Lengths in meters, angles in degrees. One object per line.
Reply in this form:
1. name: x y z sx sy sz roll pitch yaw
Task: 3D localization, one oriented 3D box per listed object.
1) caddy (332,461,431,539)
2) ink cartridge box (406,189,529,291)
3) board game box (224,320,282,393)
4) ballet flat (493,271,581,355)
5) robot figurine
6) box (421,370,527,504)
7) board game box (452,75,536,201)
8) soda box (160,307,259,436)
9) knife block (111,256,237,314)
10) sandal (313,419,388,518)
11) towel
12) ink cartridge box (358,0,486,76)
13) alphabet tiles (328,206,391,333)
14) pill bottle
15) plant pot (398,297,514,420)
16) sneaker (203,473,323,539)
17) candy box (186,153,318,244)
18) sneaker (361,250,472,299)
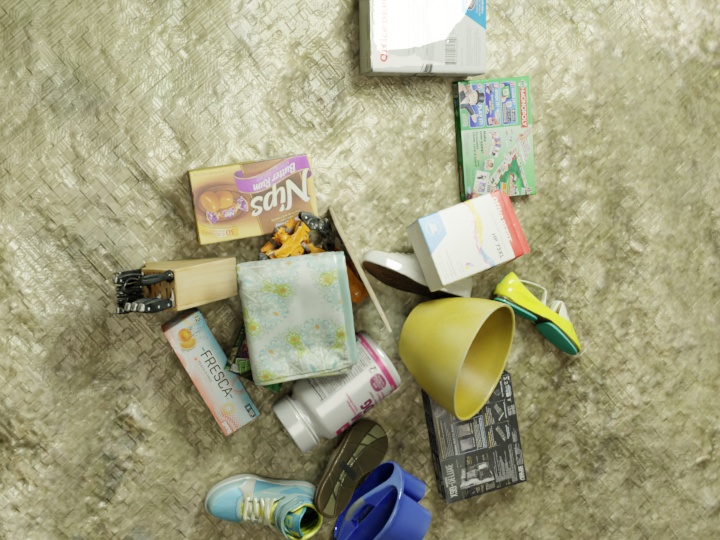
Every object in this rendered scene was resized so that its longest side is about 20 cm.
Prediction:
1. caddy: 0.027 0.411 1.639 0.104 0.142 0.201 29 115 -20
2. ink cartridge box: 0.189 -0.055 1.630 0.197 0.067 0.118 -21 85 -18
3. board game box: -0.138 0.085 1.597 0.104 0.023 0.203 29 76 -36
4. ballet flat: 0.321 0.071 1.736 0.199 0.067 0.068 34 74 -15
5. robot figurine: -0.080 0.002 1.576 0.145 0.058 0.201 -45 119 -11
6. box: 0.200 0.289 1.733 0.155 0.050 0.203 -13 100 -13
7. board game box: 0.230 -0.225 1.692 0.132 0.029 0.204 -6 98 -15
8. soda box: -0.241 0.160 1.589 0.068 0.064 0.202 -31 104 -10
9. knife block: -0.276 0.026 1.505 0.197 0.175 0.065 -4 99 -15
10. sandal: -0.023 0.328 1.647 0.082 0.054 0.201 49 51 -18
11. towel: -0.096 0.075 1.524 0.168 0.048 0.203 -8 111 -6
12. ink cartridge box: 0.100 -0.392 1.607 0.196 0.086 0.149 -2 97 -14
13. alphabet tiles: 0.000 0.000 1.584 0.007 0.167 0.202 -27 103 1
14. pill bottle: -0.041 0.201 1.623 0.199 0.113 0.114 -37 104 -8
15. plant pot: 0.147 0.125 1.637 0.141 0.199 0.203 23 90 28
16. sneaker: -0.151 0.387 1.606 0.196 0.130 0.081 1 98 -15
17. candy box: -0.170 -0.115 1.581 0.197 0.056 0.119 -9 100 -13
18. sneaker: 0.097 -0.009 1.670 0.197 0.073 0.086 19 68 -15
